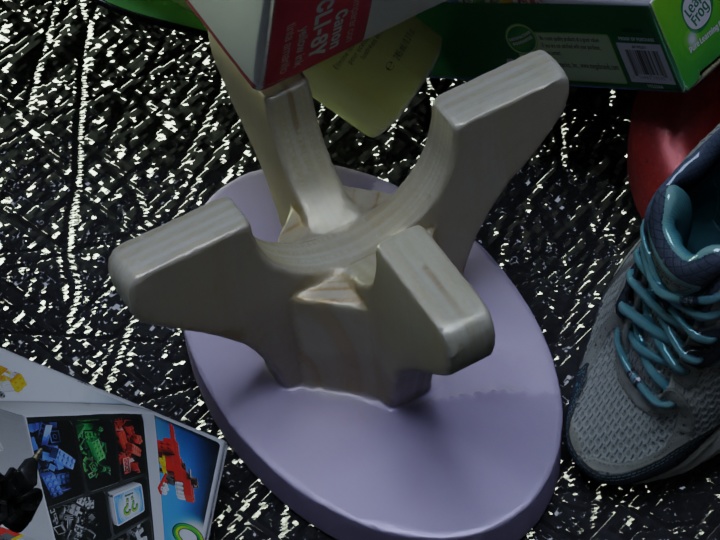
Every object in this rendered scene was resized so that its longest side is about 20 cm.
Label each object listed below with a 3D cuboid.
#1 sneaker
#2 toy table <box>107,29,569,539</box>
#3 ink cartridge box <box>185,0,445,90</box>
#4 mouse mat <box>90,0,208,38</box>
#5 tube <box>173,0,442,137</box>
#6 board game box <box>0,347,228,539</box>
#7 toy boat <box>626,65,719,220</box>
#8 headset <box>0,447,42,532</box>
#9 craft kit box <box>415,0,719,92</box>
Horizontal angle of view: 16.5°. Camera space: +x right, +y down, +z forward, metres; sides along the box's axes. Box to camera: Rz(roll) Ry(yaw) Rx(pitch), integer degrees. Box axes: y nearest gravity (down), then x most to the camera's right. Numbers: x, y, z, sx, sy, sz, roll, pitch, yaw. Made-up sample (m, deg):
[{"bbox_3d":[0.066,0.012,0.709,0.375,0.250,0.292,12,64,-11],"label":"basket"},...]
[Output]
[{"bbox_3d":[0.119,-0.003,0.871,0.086,0.201,0.078,-9,47,-50],"label":"sneaker"},{"bbox_3d":[0.000,0.000,0.926,0.183,0.118,0.200,-35,55,-23],"label":"toy table"},{"bbox_3d":[0.008,-0.178,0.937,0.199,0.084,0.145,-28,64,-22],"label":"ink cartridge box"},{"bbox_3d":[-0.130,-0.137,1.048,0.199,0.161,0.008,32,102,27],"label":"mouse mat"},{"bbox_3d":[-0.059,-0.129,0.986,0.200,0.052,0.058,36,22,-11],"label":"tube"},{"bbox_3d":[-0.119,0.108,0.836,0.126,0.035,0.201,24,35,-10],"label":"board game box"},{"bbox_3d":[0.189,-0.037,0.930,0.130,0.131,0.200,-30,54,-20],"label":"toy boat"},{"bbox_3d":[-0.181,0.015,0.788,0.200,0.094,0.124,39,94,6],"label":"headset"},{"bbox_3d":[0.124,-0.147,1.024,0.197,0.049,0.199,-37,26,-27],"label":"craft kit box"}]
